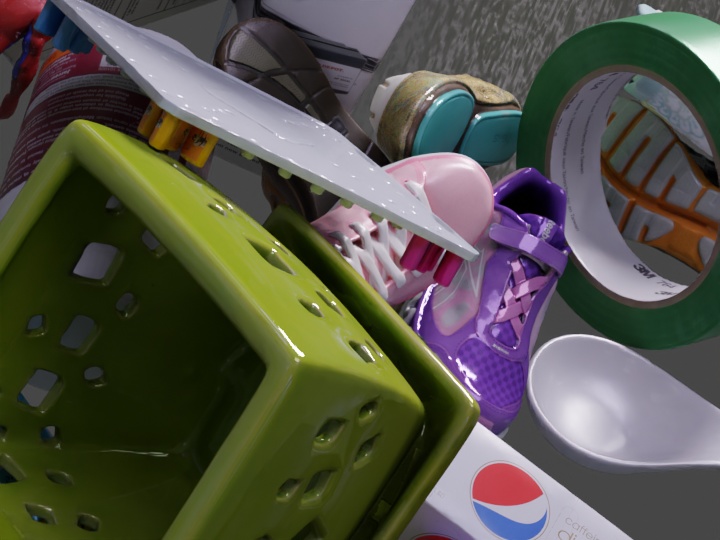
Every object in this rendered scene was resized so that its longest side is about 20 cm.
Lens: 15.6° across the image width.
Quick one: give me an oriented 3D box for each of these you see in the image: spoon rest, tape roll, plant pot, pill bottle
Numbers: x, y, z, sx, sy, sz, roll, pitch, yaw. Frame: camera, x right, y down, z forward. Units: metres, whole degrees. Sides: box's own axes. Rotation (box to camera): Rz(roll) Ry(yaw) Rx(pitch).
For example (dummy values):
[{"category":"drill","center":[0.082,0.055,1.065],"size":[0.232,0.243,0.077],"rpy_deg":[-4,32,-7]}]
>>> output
[{"category":"spoon rest","center":[0.186,0.103,1.545],"size":[0.200,0.061,0.099],"rpy_deg":[31,42,-3]},{"category":"tape roll","center":[0.179,-0.054,1.580],"size":[0.048,0.201,0.201],"rpy_deg":[-13,59,-38]},{"category":"plant pot","center":[-0.075,0.072,1.249],"size":[0.181,0.200,0.199],"rpy_deg":[12,27,-49]},{"category":"pill bottle","center":[-0.144,-0.034,1.437],"size":[0.109,0.110,0.200],"rpy_deg":[22,43,-11]}]

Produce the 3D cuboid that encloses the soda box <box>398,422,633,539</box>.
[{"category":"soda box","center":[0.085,0.151,1.346],"size":[0.200,0.068,0.064],"rpy_deg":[37,50,-3]}]

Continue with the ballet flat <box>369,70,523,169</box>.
[{"category":"ballet flat","center":[0.042,-0.093,1.598],"size":[0.071,0.071,0.200],"rpy_deg":[46,16,14]}]

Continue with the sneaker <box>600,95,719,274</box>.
[{"category":"sneaker","center":[0.209,-0.042,1.693],"size":[0.200,0.078,0.077],"rpy_deg":[40,14,15]}]

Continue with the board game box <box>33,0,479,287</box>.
[{"category":"board game box","center":[-0.058,-0.070,1.360],"size":[0.200,0.026,0.200],"rpy_deg":[26,9,-32]}]

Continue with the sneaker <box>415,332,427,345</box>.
[{"category":"sneaker","center":[-0.027,0.086,1.420],"size":[0.095,0.079,0.200],"rpy_deg":[28,42,-2]}]

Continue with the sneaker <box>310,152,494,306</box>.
[{"category":"sneaker","center":[0.000,0.000,1.448],"size":[0.200,0.105,0.076],"rpy_deg":[-25,106,-15]}]

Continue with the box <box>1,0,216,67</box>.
[{"category":"box","center":[-0.148,-0.225,1.597],"size":[0.200,0.128,0.109],"rpy_deg":[-25,67,-43]}]

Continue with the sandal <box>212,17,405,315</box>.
[{"category":"sandal","center":[-0.032,-0.054,1.524],"size":[0.082,0.055,0.200],"rpy_deg":[-47,113,-32]}]

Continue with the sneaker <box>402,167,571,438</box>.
[{"category":"sneaker","center":[0.082,0.011,1.534],"size":[0.080,0.088,0.200],"rpy_deg":[35,38,-20]}]

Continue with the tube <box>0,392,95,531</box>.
[{"category":"tube","center":[-0.180,0.102,1.344],"size":[0.077,0.050,0.200],"rpy_deg":[-27,74,-36]}]

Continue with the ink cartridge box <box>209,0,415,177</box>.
[{"category":"ink cartridge box","center":[-0.021,-0.171,1.569],"size":[0.084,0.200,0.145],"rpy_deg":[23,43,-11]}]

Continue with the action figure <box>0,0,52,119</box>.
[{"category":"action figure","center":[-0.233,-0.105,1.475],"size":[0.065,0.099,0.200],"rpy_deg":[44,73,9]}]

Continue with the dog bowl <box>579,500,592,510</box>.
[{"category":"dog bowl","center":[0.081,0.202,1.399],"size":[0.111,0.050,0.200],"rpy_deg":[27,43,-6]}]

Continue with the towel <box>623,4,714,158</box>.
[{"category":"towel","center":[0.248,-0.102,1.715],"size":[0.171,0.048,0.200],"rpy_deg":[34,15,-6]}]
